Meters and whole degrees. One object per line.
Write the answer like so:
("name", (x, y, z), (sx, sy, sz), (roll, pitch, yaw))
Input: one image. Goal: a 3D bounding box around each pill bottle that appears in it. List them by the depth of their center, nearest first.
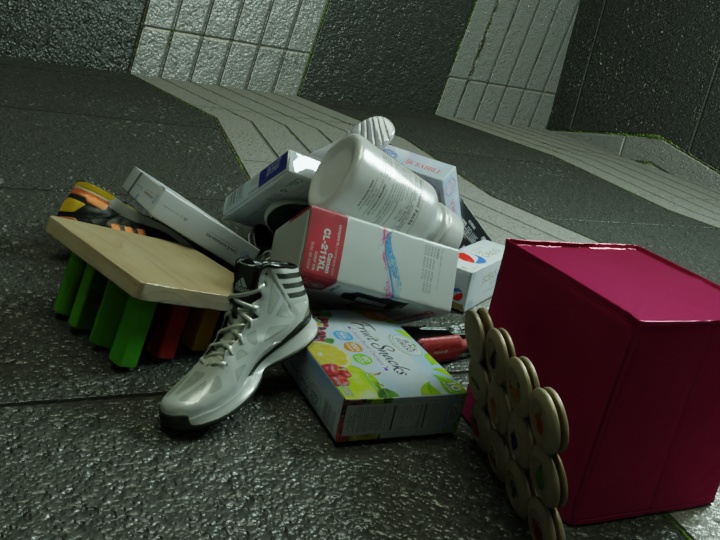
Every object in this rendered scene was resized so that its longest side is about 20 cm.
("pill bottle", (0.039, -0.082, 1.001), (0.199, 0.115, 0.114), (30, 9, -29))

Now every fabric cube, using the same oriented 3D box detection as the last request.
("fabric cube", (0.246, 0.098, 0.747), (0.197, 0.202, 0.196), (1, 22, -27))

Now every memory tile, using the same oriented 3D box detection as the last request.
("memory tile", (0.130, 0.133, 0.659), (0.017, 0.156, 0.200), (-8, 23, -9))

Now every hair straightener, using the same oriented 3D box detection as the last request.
("hair straightener", (0.113, 0.079, 0.965), (0.198, 0.042, 0.077), (-6, 26, -42))

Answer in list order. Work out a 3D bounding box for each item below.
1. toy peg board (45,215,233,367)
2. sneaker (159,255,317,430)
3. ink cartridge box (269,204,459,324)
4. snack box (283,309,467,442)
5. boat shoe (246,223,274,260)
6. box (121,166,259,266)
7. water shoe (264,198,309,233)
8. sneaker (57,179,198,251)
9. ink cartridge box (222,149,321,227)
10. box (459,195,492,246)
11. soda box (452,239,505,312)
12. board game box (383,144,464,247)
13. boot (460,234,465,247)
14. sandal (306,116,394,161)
("toy peg board", (-0.232, 0.033, 0.850), (0.199, 0.099, 0.198), (28, 9, 38))
("sneaker", (-0.125, 0.054, 0.720), (0.075, 0.117, 0.200), (9, 34, 35))
("ink cartridge box", (0.000, 0.000, 0.923), (0.197, 0.084, 0.145), (15, -15, -20))
("snack box", (0.003, 0.104, 0.810), (0.140, 0.054, 0.200), (3, 21, -28))
("boat shoe", (-0.131, -0.008, 1.032), (0.072, 0.064, 0.200), (5, 20, -17))
("box", (-0.240, -0.073, 1.049), (0.155, 0.041, 0.199), (35, -4, -32))
("water shoe", (-0.048, -0.027, 1.044), (0.199, 0.072, 0.079), (32, 27, -8))
("sneaker", (-0.312, -0.034, 1.013), (0.199, 0.091, 0.070), (32, -17, -10))
("ink cartridge box", (-0.072, -0.095, 1.115), (0.198, 0.044, 0.195), (17, -25, -33))
("box", (0.126, -0.111, 1.376), (0.199, 0.050, 0.158), (32, -9, 45))
("soda box", (0.179, 0.004, 1.182), (0.067, 0.065, 0.199), (20, 20, 27))
("board game box", (0.077, -0.111, 1.259), (0.198, 0.201, 0.041), (24, 56, 33))
("boot", (0.075, -0.091, 1.173), (0.197, 0.074, 0.076), (19, 56, -5))
("sandal", (-0.029, -0.162, 1.195), (0.205, 0.059, 0.080), (-34, 67, -7))
